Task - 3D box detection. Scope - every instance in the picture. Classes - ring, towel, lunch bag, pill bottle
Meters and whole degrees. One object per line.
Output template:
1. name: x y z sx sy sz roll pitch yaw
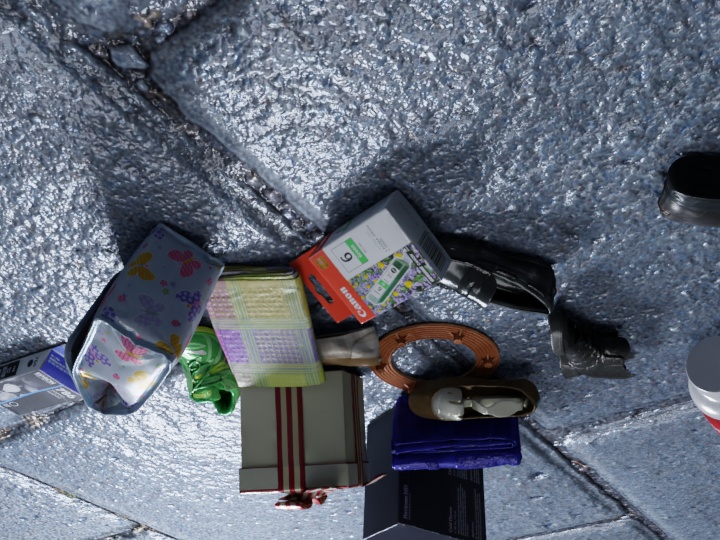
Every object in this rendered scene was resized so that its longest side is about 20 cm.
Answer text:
1. ring: 0.110 0.140 1.251 0.197 0.019 0.202 2 145 1
2. towel: -0.127 0.077 1.118 0.141 0.023 0.202 -2 125 15
3. towel: 0.146 0.239 1.284 0.196 0.149 0.050 -3 125 8
4. lunch bag: -0.276 0.070 1.037 0.126 0.171 0.200 31 138 -10
5. pill bottle: 0.539 0.176 1.196 0.111 0.114 0.200 -21 137 29

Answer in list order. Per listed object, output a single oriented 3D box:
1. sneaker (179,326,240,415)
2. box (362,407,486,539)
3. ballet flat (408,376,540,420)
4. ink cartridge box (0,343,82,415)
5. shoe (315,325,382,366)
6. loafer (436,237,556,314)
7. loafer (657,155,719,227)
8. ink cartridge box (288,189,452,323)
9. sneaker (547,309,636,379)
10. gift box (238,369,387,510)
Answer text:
1. sneaker: -0.224 0.147 1.224 0.073 0.085 0.201 -11 141 19
2. box: 0.106 0.355 1.390 0.180 0.202 0.104 24 140 -26
3. ballet flat: 0.170 0.196 1.239 0.196 0.072 0.069 0 101 2
4. ink cartridge box: -0.506 0.175 1.319 0.198 0.040 0.099 -19 138 26
5. shoe: -0.066 0.110 1.200 0.197 0.070 0.054 -4 99 14
6. loafer: 0.149 0.010 1.027 0.197 0.071 0.068 11 143 -11
7. loafer: 0.423 -0.076 0.904 0.197 0.074 0.073 10 153 5
8. ink cartridge box: 0.000 0.000 1.006 0.199 0.050 0.109 -30 106 36
9. sneaker: 0.323 0.104 1.159 0.103 0.061 0.200 -9 147 18
10. gift box: -0.068 0.249 1.223 0.197 0.190 0.184 -5 168 16
